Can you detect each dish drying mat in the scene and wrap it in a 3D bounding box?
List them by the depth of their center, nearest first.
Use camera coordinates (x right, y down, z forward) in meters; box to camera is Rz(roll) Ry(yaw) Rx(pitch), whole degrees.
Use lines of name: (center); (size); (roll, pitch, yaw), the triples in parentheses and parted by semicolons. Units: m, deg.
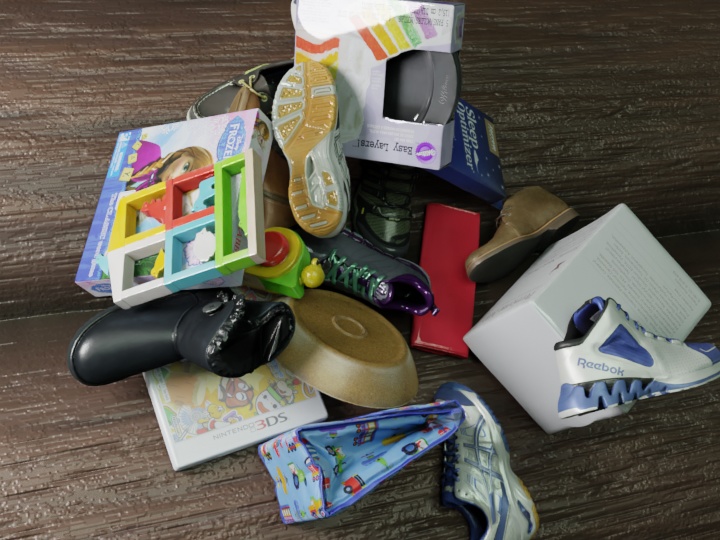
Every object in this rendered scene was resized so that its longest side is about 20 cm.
dish drying mat: (0.109, 0.011, 1.187); (0.076, 0.018, 0.201); (14, 65, -12)

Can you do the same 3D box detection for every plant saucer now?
plant saucer: (-0.018, 0.075, 1.040); (0.199, 0.036, 0.200); (23, 22, -10)

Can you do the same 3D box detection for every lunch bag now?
lunch bag: (0.013, 0.190, 1.002); (0.199, 0.151, 0.094); (-16, 80, -25)

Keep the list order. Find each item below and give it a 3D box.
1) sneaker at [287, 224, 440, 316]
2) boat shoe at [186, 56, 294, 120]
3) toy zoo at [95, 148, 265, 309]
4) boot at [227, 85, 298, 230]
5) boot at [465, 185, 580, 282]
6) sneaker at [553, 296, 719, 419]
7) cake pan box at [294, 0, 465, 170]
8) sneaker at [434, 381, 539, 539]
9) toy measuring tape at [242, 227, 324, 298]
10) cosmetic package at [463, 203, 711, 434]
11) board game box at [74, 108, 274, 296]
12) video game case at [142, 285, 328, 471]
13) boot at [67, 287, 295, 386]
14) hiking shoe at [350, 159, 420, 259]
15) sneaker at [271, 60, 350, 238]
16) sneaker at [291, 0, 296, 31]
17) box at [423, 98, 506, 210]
sneaker: (0.000, 0.000, 1.090); (0.199, 0.088, 0.075); (17, 103, -16)
boat shoe: (-0.124, -0.226, 1.185); (0.201, 0.061, 0.072); (-23, 77, -25)
toy zoo: (-0.191, -0.038, 0.971); (0.199, 0.020, 0.132); (-17, 57, 19)
boot: (-0.095, -0.114, 1.137); (0.154, 0.074, 0.201); (7, 85, -21)
boot: (0.194, -0.048, 1.218); (0.200, 0.074, 0.076); (-28, 68, -34)
sneaker: (0.284, 0.079, 0.987); (0.199, 0.081, 0.116); (-10, 79, -22)
cake pan box: (0.020, -0.218, 1.073); (0.199, 0.185, 0.052); (12, 23, 19)
sneaker: (0.125, 0.226, 1.069); (0.088, 0.075, 0.201); (-20, 75, -24)
toy measuring tape: (-0.124, -0.021, 1.059); (0.199, 0.074, 0.074); (15, 59, 26)
cosmetic package: (0.270, 0.061, 1.127); (0.166, 0.167, 0.200); (49, 61, -1)
board game box: (-0.204, -0.074, 1.038); (0.199, 0.041, 0.201); (-5, 62, 26)
video game case: (-0.153, 0.101, 1.059); (0.181, 0.023, 0.201); (-15, 73, -23)
boot: (-0.182, 0.070, 0.951); (0.200, 0.168, 0.077); (-23, 108, -27)
hiking shoe: (0.034, -0.111, 1.166); (0.075, 0.101, 0.201); (3, 67, -16)
sneaker: (-0.052, -0.133, 1.065); (0.075, 0.088, 0.201); (-5, 82, 10)
sneaker: (0.005, -0.255, 1.136); (0.079, 0.129, 0.200); (-21, 97, -57)
box: (0.131, -0.161, 1.202); (0.200, 0.032, 0.122); (21, 56, -48)
